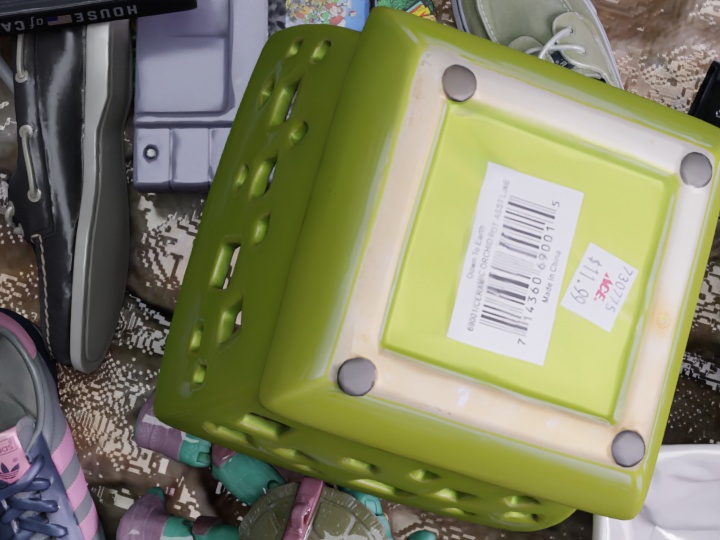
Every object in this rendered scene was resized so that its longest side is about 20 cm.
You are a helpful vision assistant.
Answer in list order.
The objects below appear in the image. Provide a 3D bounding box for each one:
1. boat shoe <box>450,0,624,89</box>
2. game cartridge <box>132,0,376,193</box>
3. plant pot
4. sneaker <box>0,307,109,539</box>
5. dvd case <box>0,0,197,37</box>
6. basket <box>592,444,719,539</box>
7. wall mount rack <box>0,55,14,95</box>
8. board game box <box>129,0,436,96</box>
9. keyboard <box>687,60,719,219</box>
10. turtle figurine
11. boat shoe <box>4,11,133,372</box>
[{"bbox_3d":[0.110,-0.099,0.942,0.072,0.062,0.200,-29,80,-2],"label":"boat shoe"},{"bbox_3d":[-0.056,-0.141,0.953,0.129,0.038,0.201,-1,81,7],"label":"game cartridge"},{"bbox_3d":[0.040,0.002,0.781,0.198,0.181,0.201,19,82,-15],"label":"plant pot"},{"bbox_3d":[-0.175,0.114,0.910,0.070,0.082,0.201,-20,80,-1],"label":"sneaker"},{"bbox_3d":[-0.171,-0.216,0.937,0.150,0.025,0.201,-8,66,-3],"label":"dvd case"},{"bbox_3d":[0.208,0.157,0.862,0.199,0.123,0.136,2,81,4],"label":"basket"},{"bbox_3d":[-0.265,-0.114,0.964,0.200,0.075,0.174,-35,77,-3],"label":"wall mount rack"},{"bbox_3d":[-0.061,-0.158,0.983,0.199,0.023,0.105,-9,82,1],"label":"board game box"},{"bbox_3d":[0.269,-0.051,0.947,0.199,0.040,0.104,25,105,5],"label":"keyboard"},{"bbox_3d":[-0.020,0.128,0.889,0.199,0.101,0.150,17,89,14],"label":"turtle figurine"},{"bbox_3d":[-0.157,-0.048,0.936,0.060,0.074,0.201,2,93,8],"label":"boat shoe"}]
